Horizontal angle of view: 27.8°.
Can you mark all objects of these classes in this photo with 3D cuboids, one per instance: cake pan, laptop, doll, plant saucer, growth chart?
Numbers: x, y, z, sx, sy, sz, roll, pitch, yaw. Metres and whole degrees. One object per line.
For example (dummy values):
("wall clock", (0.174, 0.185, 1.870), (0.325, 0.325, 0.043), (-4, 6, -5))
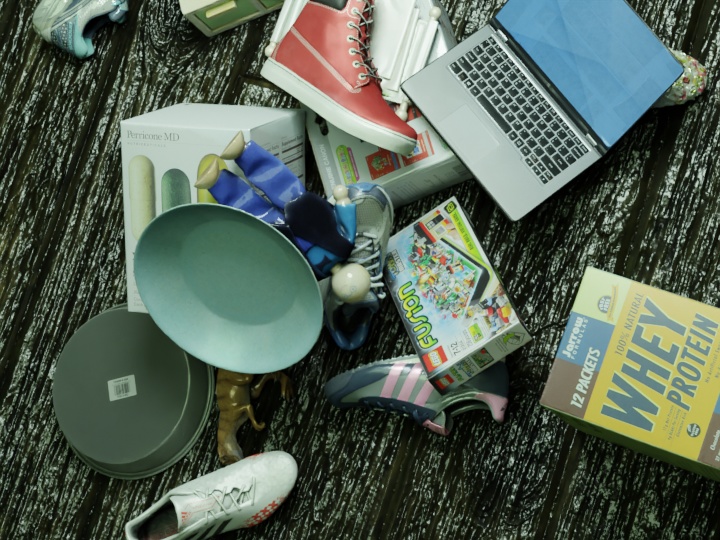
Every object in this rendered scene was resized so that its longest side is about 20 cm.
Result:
("cake pan", (-0.260, 0.131, 1.627), (0.198, 0.037, 0.203), (-4, 77, 17))
("laptop", (0.178, -0.191, 1.454), (0.199, 0.116, 0.188), (-36, 78, -18))
("doll", (-0.069, -0.041, 1.424), (0.200, 0.049, 0.136), (41, 109, -11))
("plant saucer", (-0.125, 0.011, 1.424), (0.199, 0.039, 0.203), (11, 127, 14))
("growth chart", (-0.011, -0.247, 1.547), (0.199, 0.018, 0.146), (26, 89, 24))

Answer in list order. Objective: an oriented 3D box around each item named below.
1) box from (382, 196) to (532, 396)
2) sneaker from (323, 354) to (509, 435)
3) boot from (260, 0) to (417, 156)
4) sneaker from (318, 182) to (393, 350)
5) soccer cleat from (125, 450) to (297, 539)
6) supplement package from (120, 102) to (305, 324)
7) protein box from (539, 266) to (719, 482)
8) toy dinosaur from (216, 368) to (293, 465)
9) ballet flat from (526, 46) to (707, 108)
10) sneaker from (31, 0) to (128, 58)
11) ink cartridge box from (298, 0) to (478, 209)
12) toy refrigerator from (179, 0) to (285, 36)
("box", (0.091, 0.023, 1.489), (0.109, 0.035, 0.201), (-33, 44, 9))
("sneaker", (0.057, 0.133, 1.502), (0.198, 0.070, 0.083), (-12, 71, 17))
("boot", (0.003, -0.216, 1.486), (0.199, 0.072, 0.145), (37, 99, 27))
("sneaker", (0.000, 0.000, 1.490), (0.076, 0.201, 0.086), (-4, 43, -12))
("soccer cleat", (-0.158, 0.248, 1.542), (0.198, 0.085, 0.069), (-26, 71, 12))
("supplement package", (-0.152, -0.065, 1.536), (0.150, 0.151, 0.202), (5, 105, 19))
("protein box", (0.298, 0.108, 1.359), (0.198, 0.198, 0.136), (19, 84, 21))
("toy dinosaur", (-0.132, 0.109, 1.576), (0.105, 0.060, 0.203), (-7, 77, 18))
("ballet flat", (0.259, -0.211, 1.512), (0.198, 0.064, 0.076), (7, 71, 19))
("sneaker", (-0.300, -0.341, 1.733), (0.086, 0.078, 0.201), (39, 99, 10))
("ink cartridge box", (0.031, -0.179, 1.572), (0.174, 0.084, 0.202), (-20, 72, 15))
("toy refrigerator", (-0.106, -0.339, 1.657), (0.198, 0.076, 0.071), (-19, 73, 13))
